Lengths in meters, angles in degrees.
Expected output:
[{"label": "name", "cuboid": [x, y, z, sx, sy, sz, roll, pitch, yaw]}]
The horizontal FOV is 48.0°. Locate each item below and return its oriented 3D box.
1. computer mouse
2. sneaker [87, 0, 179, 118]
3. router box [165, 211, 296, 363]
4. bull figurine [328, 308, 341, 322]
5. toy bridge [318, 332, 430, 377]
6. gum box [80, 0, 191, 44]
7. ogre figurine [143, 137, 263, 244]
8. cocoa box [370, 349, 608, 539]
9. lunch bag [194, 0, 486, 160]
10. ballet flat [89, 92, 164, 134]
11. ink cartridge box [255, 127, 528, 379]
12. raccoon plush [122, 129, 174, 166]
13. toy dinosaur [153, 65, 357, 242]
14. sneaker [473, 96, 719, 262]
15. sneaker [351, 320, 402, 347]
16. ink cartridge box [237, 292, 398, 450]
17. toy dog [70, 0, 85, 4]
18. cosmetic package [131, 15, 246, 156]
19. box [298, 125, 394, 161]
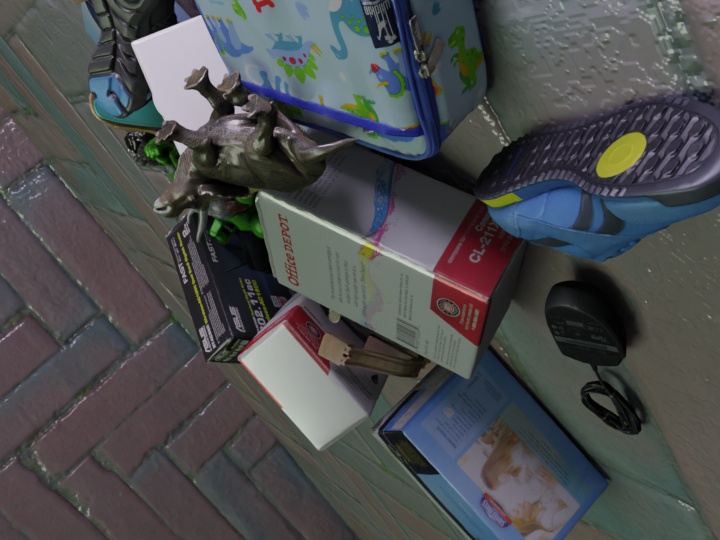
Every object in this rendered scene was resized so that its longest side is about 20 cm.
[{"label": "computer mouse", "cuboid": [0.193, 0.070, 0.641, 0.058, 0.034, 0.200, 10, 148, 36]}, {"label": "sneaker", "cuboid": [-0.208, -0.247, 0.764, 0.073, 0.082, 0.200, 29, 124, 10]}, {"label": "router box", "cuboid": [-0.154, 0.026, 1.058, 0.150, 0.062, 0.200, 9, -133, -48]}, {"label": "bull figurine", "cuboid": [0.000, 0.000, 0.814, 0.121, 0.065, 0.200, 1, -145, -49]}, {"label": "toy bridge", "cuboid": [0.034, 0.099, 0.916, 0.067, 0.027, 0.200, 24, -175, 31]}, {"label": "gum box", "cuboid": [-0.245, -0.265, 0.915, 0.170, 0.045, 0.200, 47, 163, -2]}, {"label": "ogre figurine", "cuboid": [-0.163, -0.093, 0.988, 0.199, 0.098, 0.120, 6, 157, 4]}, {"label": "cocoa box", "cuboid": [0.135, 0.201, 0.872, 0.200, 0.133, 0.131, 48, 162, -1]}, {"label": "lunch bag", "cuboid": [-0.019, -0.160, 0.523, 0.200, 0.082, 0.161, 26, 152, 35]}, {"label": "ballet flat", "cuboid": [-0.190, -0.171, 0.883, 0.199, 0.069, 0.063, 15, -166, -7]}, {"label": "ink cartridge box", "cuboid": [0.025, -0.014, 0.669, 0.200, 0.083, 0.146, 26, 154, 15]}, {"label": "raccoon plush", "cuboid": [-0.290, -0.201, 1.096, 0.134, 0.097, 0.200, 49, 164, 22]}, {"label": "toy dinosaur", "cuboid": [-0.073, -0.088, 0.570, 0.199, 0.077, 0.102, -6, 148, 31]}, {"label": "sneaker", "cuboid": [0.146, -0.042, 0.456, 0.078, 0.066, 0.200, 41, 166, -19]}, {"label": "sneaker", "cuboid": [-0.011, 0.025, 0.937, 0.200, 0.067, 0.090, 30, 154, 28]}, {"label": "ink cartridge box", "cuboid": [-0.039, 0.096, 0.971, 0.144, 0.084, 0.200, 49, -158, -6]}, {"label": "toy dog", "cuboid": [-0.225, -0.311, 0.638, 0.200, 0.132, 0.096, 49, 172, -5]}, {"label": "cosmetic package", "cuboid": [-0.134, -0.148, 0.728, 0.200, 0.085, 0.108, -161, 48, -82]}, {"label": "box", "cuboid": [-0.029, -0.122, 0.722, 0.137, 0.040, 0.200, 37, 160, 28]}]
